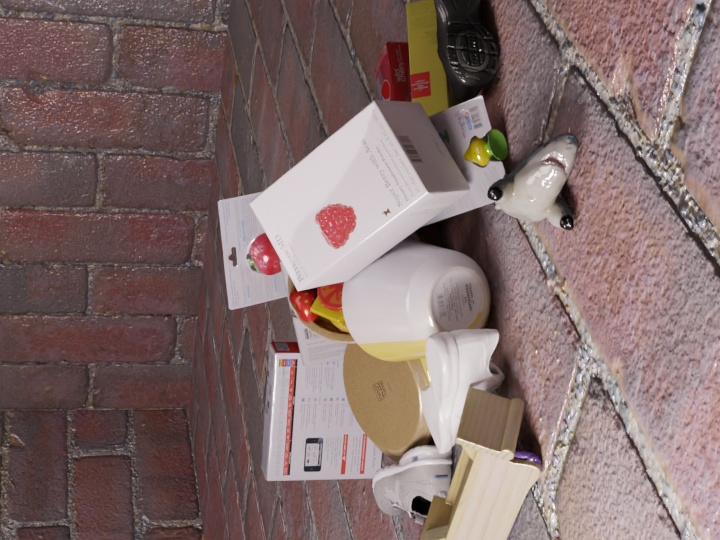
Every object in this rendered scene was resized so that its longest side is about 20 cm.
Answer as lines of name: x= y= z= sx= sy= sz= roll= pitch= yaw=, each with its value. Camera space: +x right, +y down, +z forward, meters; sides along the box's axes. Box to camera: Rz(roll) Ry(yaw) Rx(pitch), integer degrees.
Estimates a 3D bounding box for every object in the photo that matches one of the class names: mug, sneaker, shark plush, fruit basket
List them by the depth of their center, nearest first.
shark plush: x=0.183 y=-0.090 z=1.300 sx=0.200 sy=0.090 sz=0.085 roll=28 pitch=-97 yaw=-84
sneaker: x=0.118 y=0.135 z=1.427 sx=0.201 sy=0.087 sz=0.076 roll=93 pitch=157 yaw=-53
mug: x=0.089 y=0.046 z=1.500 sx=0.151 sy=0.186 sz=0.153 roll=-59 pitch=23 yaw=-15
sneaker: x=0.114 y=-0.294 z=1.505 sx=0.091 sy=0.075 sz=0.203 roll=111 pitch=159 yaw=-70
sneaker: x=0.064 y=0.289 z=1.642 sx=0.200 sy=0.073 sz=0.083 roll=119 pitch=149 yaw=-61
fruit basket: x=-0.103 y=-0.044 z=1.831 sx=0.094 sy=0.197 sz=0.188 roll=-114 pitch=18 yaw=-54

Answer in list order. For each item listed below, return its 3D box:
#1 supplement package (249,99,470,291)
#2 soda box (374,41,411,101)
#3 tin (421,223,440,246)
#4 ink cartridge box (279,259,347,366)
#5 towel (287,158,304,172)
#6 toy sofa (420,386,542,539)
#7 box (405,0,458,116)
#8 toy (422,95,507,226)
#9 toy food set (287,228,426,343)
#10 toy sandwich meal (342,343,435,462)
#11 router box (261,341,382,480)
supplement package: x=-0.001 y=-0.083 z=1.431 sx=0.199 sy=0.119 sz=0.122 roll=-37 pitch=79 yaw=27
soda box: x=0.069 y=-0.201 z=1.667 sx=0.064 sy=0.069 sz=0.203 roll=114 pitch=152 yaw=-59
tin: x=0.073 y=0.028 z=1.704 sx=0.112 sy=0.041 sz=0.204 roll=178 pitch=93 yaw=-71
ink cartridge box: x=-0.030 y=0.025 z=1.782 sx=0.086 sy=0.144 sz=0.202 roll=-101 pitch=1 yaw=-51
towel: x=-0.022 y=-0.109 z=1.645 sx=0.024 sy=0.144 sz=0.201 roll=50 pitch=-167 yaw=-38
toy sofa: x=0.134 y=0.233 z=1.394 sx=0.083 sy=0.096 sz=0.202 roll=-68 pitch=-7 yaw=-50
box: x=0.091 y=-0.226 z=1.572 sx=0.075 sy=0.049 sz=0.204 roll=33 pitch=-127 yaw=-70
toy: x=0.092 y=-0.119 z=1.484 sx=0.198 sy=0.047 sz=0.117 roll=-18 pitch=89 yaw=46
toy food set: x=0.000 y=0.000 z=1.627 sx=0.202 sy=0.196 sz=0.049 roll=-59 pitch=-27 yaw=-20
toy sandwich meal: x=0.051 y=0.152 z=1.660 sx=0.204 sy=0.069 sz=0.209 roll=22 pitch=119 yaw=48
router box: x=-0.052 y=0.210 z=1.898 sx=0.049 sy=0.176 sz=0.204 roll=-133 pitch=46 yaw=-69
